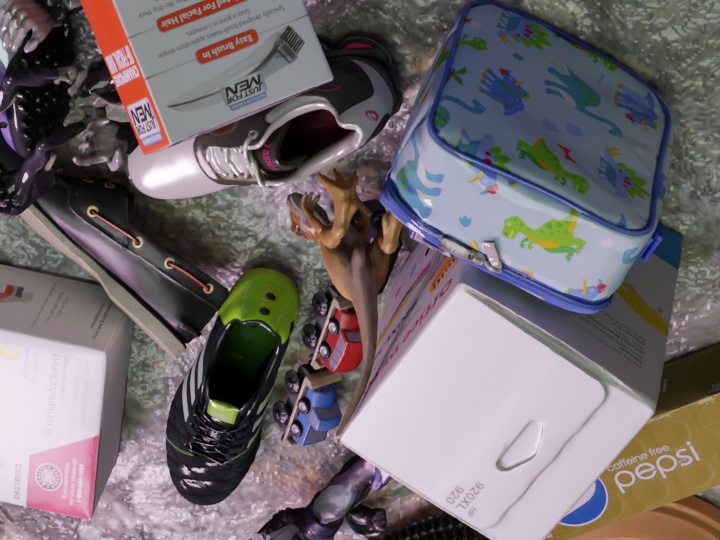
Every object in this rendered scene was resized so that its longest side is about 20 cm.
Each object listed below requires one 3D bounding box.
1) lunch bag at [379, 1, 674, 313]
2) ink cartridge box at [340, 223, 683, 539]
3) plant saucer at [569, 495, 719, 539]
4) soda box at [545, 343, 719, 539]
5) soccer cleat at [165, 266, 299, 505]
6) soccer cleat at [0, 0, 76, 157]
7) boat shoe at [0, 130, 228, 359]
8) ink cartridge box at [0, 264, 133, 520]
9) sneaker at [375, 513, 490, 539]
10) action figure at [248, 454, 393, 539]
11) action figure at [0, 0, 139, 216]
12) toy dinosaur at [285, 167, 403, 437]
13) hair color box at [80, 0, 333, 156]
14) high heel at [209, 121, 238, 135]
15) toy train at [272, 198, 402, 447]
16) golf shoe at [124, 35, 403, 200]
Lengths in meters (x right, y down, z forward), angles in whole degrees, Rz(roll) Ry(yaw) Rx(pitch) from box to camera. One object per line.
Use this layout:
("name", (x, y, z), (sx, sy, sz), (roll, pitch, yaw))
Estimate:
("lunch bag", (0.106, -0.067, 1.577), (0.160, 0.200, 0.083), (25, 123, -5))
("ink cartridge box", (0.097, 0.043, 1.645), (0.144, 0.200, 0.147), (32, 121, -8))
("plant saucer", (0.191, 0.239, 1.839), (0.199, 0.037, 0.201), (5, 121, 8))
("soda box", (0.172, 0.120, 1.756), (0.199, 0.064, 0.068), (-23, 114, 23))
("soccer cleat", (-0.093, 0.088, 1.781), (0.067, 0.081, 0.200), (20, 122, -1))
("soccer cleat", (-0.233, -0.167, 1.676), (0.073, 0.068, 0.201), (9, 124, 27))
("boat shoe", (-0.175, -0.030, 1.743), (0.201, 0.074, 0.063), (41, 84, -2))
("ink cartridge box", (-0.265, 0.074, 1.807), (0.199, 0.084, 0.146), (12, 122, 5))
("sneaker", (0.042, 0.234, 1.836), (0.093, 0.070, 0.199), (43, 137, -22))
("action figure", (-0.016, 0.159, 1.790), (0.069, 0.130, 0.200), (42, 114, 6))
("action figure", (-0.166, -0.112, 1.591), (0.200, 0.102, 0.119), (-35, 86, 26))
("toy dinosaur", (0.000, 0.000, 1.633), (0.060, 0.200, 0.107), (1, 124, -14))
("hair color box", (-0.108, -0.180, 1.524), (0.111, 0.064, 0.201), (-23, 94, -21))
("high heel", (-0.087, -0.189, 1.633), (0.067, 0.096, 0.201), (14, 103, -44))
("toy train", (-0.014, 0.043, 1.757), (0.046, 0.034, 0.200), (42, 128, 30))
("golf shoe", (-0.071, -0.087, 1.671), (0.199, 0.088, 0.077), (-21, 116, 24))
